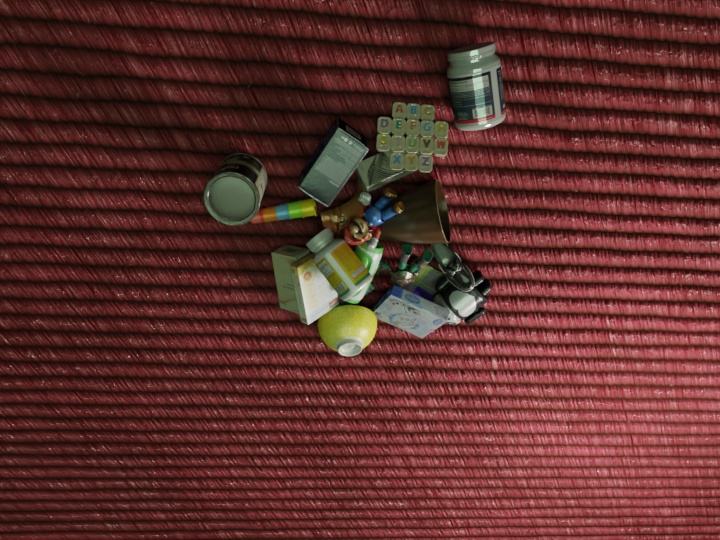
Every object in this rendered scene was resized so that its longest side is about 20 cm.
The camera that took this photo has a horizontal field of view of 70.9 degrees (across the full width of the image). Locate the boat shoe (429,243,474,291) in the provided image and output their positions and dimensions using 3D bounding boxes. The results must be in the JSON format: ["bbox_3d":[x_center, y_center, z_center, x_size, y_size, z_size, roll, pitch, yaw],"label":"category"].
[{"bbox_3d":[0.282,-0.021,1.572,0.074,0.060,0.200,-34,81,11],"label":"boat shoe"}]

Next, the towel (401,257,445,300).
[{"bbox_3d":[0.185,0.062,1.681,0.143,0.023,0.200,31,111,-18],"label":"towel"}]

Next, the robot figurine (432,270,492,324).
[{"bbox_3d":[0.329,0.089,1.645,0.200,0.151,0.125,-40,154,15],"label":"robot figurine"}]

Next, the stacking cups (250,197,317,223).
[{"bbox_3d":[-0.231,-0.171,1.514,0.199,0.061,0.061,-12,117,3],"label":"stacking cups"}]

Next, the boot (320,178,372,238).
[{"bbox_3d":[-0.044,-0.183,1.515,0.154,0.074,0.201,-3,115,1],"label":"boot"}]

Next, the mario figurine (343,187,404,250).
[{"bbox_3d":[0.024,-0.140,1.427,0.106,0.124,0.200,28,125,-36],"label":"mario figurine"}]

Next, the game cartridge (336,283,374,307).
[{"bbox_3d":[-0.070,0.055,1.653,0.200,0.041,0.134,-29,119,10],"label":"game cartridge"}]

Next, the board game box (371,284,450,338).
[{"bbox_3d":[0.156,0.137,1.631,0.198,0.043,0.200,26,151,-7],"label":"board game box"}]

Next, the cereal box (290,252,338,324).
[{"bbox_3d":[-0.138,0.048,1.557,0.039,0.144,0.201,17,124,38],"label":"cereal box"}]

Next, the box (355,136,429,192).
[{"bbox_3d":[0.089,-0.299,1.431,0.199,0.068,0.082,-26,86,-4],"label":"box"}]

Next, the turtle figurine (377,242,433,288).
[{"bbox_3d":[0.134,-0.005,1.560,0.149,0.101,0.200,3,152,-22],"label":"turtle figurine"}]

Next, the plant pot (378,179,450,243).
[{"bbox_3d":[0.149,-0.157,1.498,0.199,0.187,0.187,-9,118,19],"label":"plant pot"}]

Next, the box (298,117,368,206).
[{"bbox_3d":[-0.077,-0.303,1.408,0.104,0.148,0.200,32,110,-18],"label":"box"}]

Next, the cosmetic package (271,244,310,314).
[{"bbox_3d":[-0.207,0.028,1.586,0.103,0.073,0.201,12,120,31],"label":"cosmetic package"}]

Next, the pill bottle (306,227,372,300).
[{"bbox_3d":[-0.066,-0.022,1.473,0.113,0.113,0.200,-38,91,15],"label":"pill bottle"}]

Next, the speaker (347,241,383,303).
[{"bbox_3d":[0.000,0.000,1.564,0.088,0.089,0.201,18,114,-13],"label":"speaker"}]

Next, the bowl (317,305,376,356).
[{"bbox_3d":[-0.039,0.215,1.659,0.199,0.108,0.201,-4,140,-4],"label":"bowl"}]

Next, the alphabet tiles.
[{"bbox_3d":[0.144,-0.371,1.400,0.199,0.015,0.197,4,82,0],"label":"alphabet tiles"}]

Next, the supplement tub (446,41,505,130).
[{"bbox_3d":[0.307,-0.488,1.346,0.140,0.140,0.201,-14,117,3],"label":"supplement tub"}]

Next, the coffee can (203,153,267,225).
[{"bbox_3d":[-0.340,-0.229,1.398,0.146,0.200,0.147,-2,117,-3],"label":"coffee can"}]
